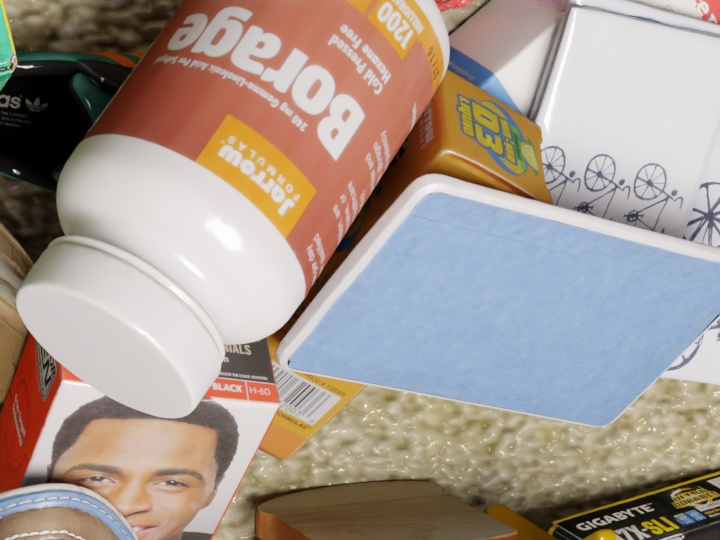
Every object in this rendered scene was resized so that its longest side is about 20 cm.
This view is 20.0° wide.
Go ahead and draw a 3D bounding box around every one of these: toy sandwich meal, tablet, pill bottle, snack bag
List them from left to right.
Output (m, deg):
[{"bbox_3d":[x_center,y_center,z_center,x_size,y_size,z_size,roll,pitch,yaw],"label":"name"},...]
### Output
[{"bbox_3d":[-0.053,-0.044,0.843,0.112,0.112,0.200,47,60,-29],"label":"pill bottle"},{"bbox_3d":[0.036,0.150,0.991,0.204,0.205,0.071,-6,95,-19],"label":"toy sandwich meal"},{"bbox_3d":[0.073,0.018,0.922,0.199,0.014,0.130,13,133,-33],"label":"tablet"},{"bbox_3d":[0.157,-0.027,0.991,0.199,0.021,0.189,9,107,-27],"label":"snack bag"}]

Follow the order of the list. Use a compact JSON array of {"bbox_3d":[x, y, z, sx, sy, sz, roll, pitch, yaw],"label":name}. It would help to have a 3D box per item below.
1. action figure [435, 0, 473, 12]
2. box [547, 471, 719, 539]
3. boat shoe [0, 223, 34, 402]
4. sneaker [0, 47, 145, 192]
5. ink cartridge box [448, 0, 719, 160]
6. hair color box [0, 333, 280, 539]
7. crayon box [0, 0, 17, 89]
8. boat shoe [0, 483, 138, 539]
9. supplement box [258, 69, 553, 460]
[{"bbox_3d":[0.048,-0.189,0.949,0.065,0.052,0.201,7,109,-27],"label":"action figure"},{"bbox_3d":[0.167,0.220,1.128,0.159,0.049,0.201,-12,115,-37],"label":"box"},{"bbox_3d":[-0.210,-0.023,0.899,0.074,0.069,0.200,-29,126,14],"label":"boat shoe"},{"bbox_3d":[-0.106,-0.064,0.914,0.199,0.080,0.072,1,107,-22],"label":"sneaker"},{"bbox_3d":[0.126,-0.100,1.001,0.200,0.067,0.116,-40,119,-3],"label":"ink cartridge box"},{"bbox_3d":[-0.118,0.098,0.936,0.101,0.061,0.200,7,134,-21],"label":"hair color box"},{"bbox_3d":[-0.188,-0.160,0.787,0.058,0.119,0.201,-14,91,-15],"label":"crayon box"},{"bbox_3d":[-0.126,0.173,0.915,0.072,0.073,0.201,-10,139,-1],"label":"boat shoe"},{"bbox_3d":[0.000,0.000,0.945,0.069,0.067,0.200,31,123,-26],"label":"supplement box"}]
